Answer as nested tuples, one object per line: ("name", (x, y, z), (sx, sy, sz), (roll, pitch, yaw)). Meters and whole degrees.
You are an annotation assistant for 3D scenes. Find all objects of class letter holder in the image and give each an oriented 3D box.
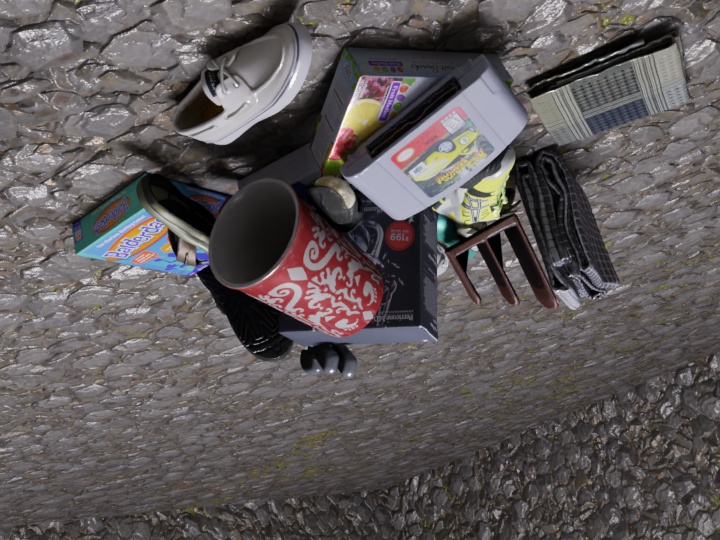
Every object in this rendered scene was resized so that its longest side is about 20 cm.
("letter holder", (0.194, 0.011, 1.447), (0.100, 0.144, 0.200), (-28, 180, 3))

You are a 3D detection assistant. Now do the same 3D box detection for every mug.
("mug", (-0.072, -0.022, 1.258), (0.133, 0.179, 0.199), (-32, 141, 20))

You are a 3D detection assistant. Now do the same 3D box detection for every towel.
("towel", (0.317, -0.229, 1.321), (0.190, 0.035, 0.200), (-18, 162, 17))
("towel", (0.298, -0.057, 1.504), (0.085, 0.203, 0.165), (-21, 160, 16))

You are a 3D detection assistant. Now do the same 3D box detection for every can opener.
("can opener", (-0.045, 0.127, 1.500), (0.052, 0.068, 0.200), (9, -179, -13))

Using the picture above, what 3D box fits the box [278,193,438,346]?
("box", (0.000, 0.000, 1.398), (0.197, 0.185, 0.104), (-4, 166, 17))

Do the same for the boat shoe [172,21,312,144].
("boat shoe", (-0.126, -0.187, 1.054), (0.069, 0.072, 0.199), (-1, 163, -41))

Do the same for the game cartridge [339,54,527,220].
("game cartridge", (0.088, -0.140, 1.166), (0.199, 0.041, 0.133), (-37, 147, 14))

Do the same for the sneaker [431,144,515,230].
("sneaker", (0.158, -0.108, 1.314), (0.076, 0.076, 0.200), (33, 163, -4))

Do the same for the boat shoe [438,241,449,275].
("boat shoe", (0.107, -0.024, 1.626), (0.064, 0.075, 0.200), (-1, 176, -1))

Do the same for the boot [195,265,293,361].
("boot", (-0.156, 0.060, 1.511), (0.079, 0.212, 0.158), (-33, 157, -8))

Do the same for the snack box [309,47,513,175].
("snack box", (0.056, -0.176, 1.176), (0.197, 0.053, 0.143), (-4, 140, -28))

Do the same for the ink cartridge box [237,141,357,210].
("ink cartridge box", (-0.049, -0.121, 1.313), (0.198, 0.045, 0.094), (-25, 156, 26))

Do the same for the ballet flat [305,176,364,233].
("ballet flat", (-0.026, -0.087, 1.246), (0.057, 0.066, 0.200), (-51, 177, -5))

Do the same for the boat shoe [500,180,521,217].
("boat shoe", (0.183, -0.103, 1.464), (0.073, 0.063, 0.200), (-41, 162, 6))

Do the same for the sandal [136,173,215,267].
("sandal", (-0.211, -0.045, 1.248), (0.057, 0.080, 0.201), (-33, 139, 11))

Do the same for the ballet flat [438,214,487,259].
("ballet flat", (0.155, -0.061, 1.579), (0.069, 0.068, 0.200), (-11, 162, 24))

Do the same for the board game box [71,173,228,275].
("board game box", (-0.247, -0.054, 1.353), (0.151, 0.046, 0.199), (-28, 155, 33))
